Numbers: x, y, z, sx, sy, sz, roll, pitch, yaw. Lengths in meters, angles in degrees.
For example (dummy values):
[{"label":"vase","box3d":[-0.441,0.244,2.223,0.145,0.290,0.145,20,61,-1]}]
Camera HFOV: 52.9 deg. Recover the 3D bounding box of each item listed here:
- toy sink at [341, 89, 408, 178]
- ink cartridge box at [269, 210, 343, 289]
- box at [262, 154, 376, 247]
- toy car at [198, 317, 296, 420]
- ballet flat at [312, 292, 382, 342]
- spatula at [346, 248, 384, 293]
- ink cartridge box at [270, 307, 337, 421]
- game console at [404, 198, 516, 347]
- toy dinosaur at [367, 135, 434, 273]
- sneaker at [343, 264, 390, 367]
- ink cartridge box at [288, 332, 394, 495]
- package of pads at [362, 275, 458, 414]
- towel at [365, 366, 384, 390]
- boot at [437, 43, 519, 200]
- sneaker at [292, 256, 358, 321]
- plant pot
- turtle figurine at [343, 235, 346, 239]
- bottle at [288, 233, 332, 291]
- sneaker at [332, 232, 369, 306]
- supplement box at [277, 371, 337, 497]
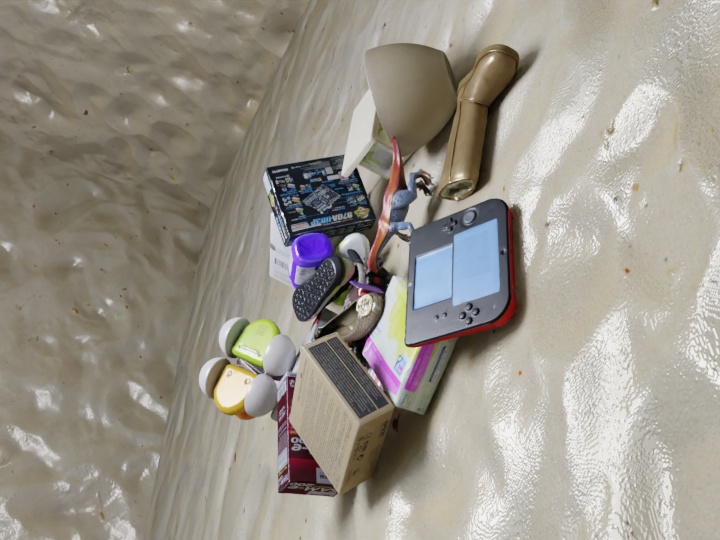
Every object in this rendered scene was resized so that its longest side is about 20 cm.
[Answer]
[{"label":"toy sink","box3d":[0.048,-0.278,1.488,0.130,0.110,0.204,-46,28,48]},{"label":"ink cartridge box","box3d":[-0.117,-0.048,1.568,0.085,0.144,0.202,-53,-17,-38]},{"label":"box","box3d":[-0.083,-0.146,1.465,0.162,0.196,0.046,68,155,18]},{"label":"toy car","box3d":[-0.212,0.204,1.462,0.172,0.150,0.204,16,72,29]},{"label":"ballet flat","box3d":[-0.027,0.093,1.257,0.199,0.046,0.069,-38,38,47]},{"label":"spatula","box3d":[0.000,0.000,1.281,0.201,0.055,0.021,-111,38,-63]},{"label":"ink cartridge box","box3d":[-0.094,0.199,1.444,0.203,0.081,0.147,-62,6,25]},{"label":"game console","box3d":[0.138,0.002,1.028,0.174,0.031,0.204,-17,51,31]},{"label":"toy dinosaur","box3d":[0.054,-0.095,1.281,0.181,0.201,0.105,-42,0,-12]},{"label":"sneaker","box3d":[0.006,0.092,1.340,0.098,0.070,0.205,-42,34,53]},{"label":"ink cartridge box","box3d":[-0.035,0.228,1.150,0.165,0.074,0.203,50,144,32]},{"label":"package of pads","box3d":[0.076,0.107,1.145,0.158,0.067,0.200,-68,21,11]},{"label":"towel","box3d":[-0.009,0.242,1.315,0.199,0.029,0.150,14,83,69]},{"label":"boot","box3d":[0.189,-0.232,1.158,0.175,0.065,0.205,131,153,-71]},{"label":"sneaker","box3d":[-0.061,0.040,1.414,0.200,0.081,0.073,-41,61,44]},{"label":"plant pot","box3d":[0.106,-0.326,1.317,0.132,0.202,0.204,-17,45,17]},{"label":"turtle figurine","box3d":[-0.062,-0.159,1.637,0.143,0.202,0.194,-36,16,-6]},{"label":"bottle","box3d":[-0.105,-0.004,1.464,0.201,0.081,0.067,108,150,-64]},{"label":"sneaker","box3d":[-0.024,-0.024,1.478,0.202,0.074,0.107,113,171,-45]},{"label":"supplement box","box3d":[-0.090,0.288,1.278,0.061,0.106,0.204,128,145,-47]}]
